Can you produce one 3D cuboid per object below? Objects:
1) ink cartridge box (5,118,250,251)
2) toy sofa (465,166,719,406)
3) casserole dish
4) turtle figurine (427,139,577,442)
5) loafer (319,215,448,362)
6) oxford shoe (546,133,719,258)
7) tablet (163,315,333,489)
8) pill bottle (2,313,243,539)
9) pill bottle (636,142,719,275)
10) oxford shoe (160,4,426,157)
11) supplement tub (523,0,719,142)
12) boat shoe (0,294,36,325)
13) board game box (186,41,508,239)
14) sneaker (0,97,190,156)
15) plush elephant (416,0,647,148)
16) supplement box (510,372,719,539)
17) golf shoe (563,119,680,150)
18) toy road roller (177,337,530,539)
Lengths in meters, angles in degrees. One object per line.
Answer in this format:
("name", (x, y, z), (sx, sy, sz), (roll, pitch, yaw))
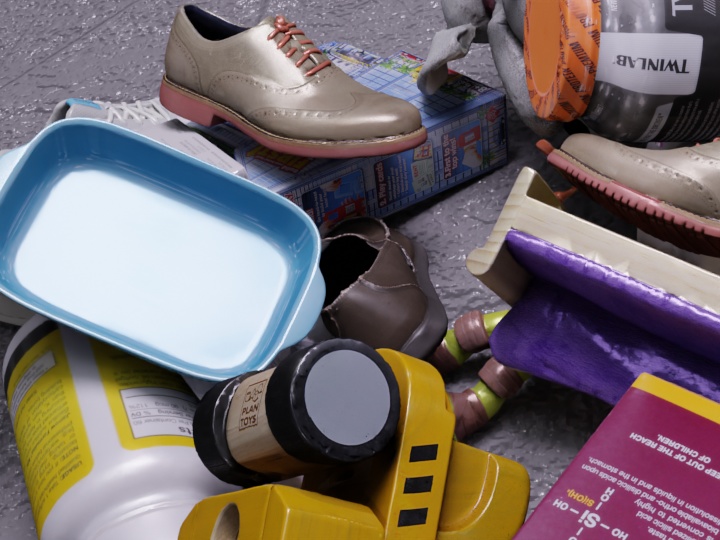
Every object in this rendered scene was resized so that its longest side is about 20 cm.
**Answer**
("ink cartridge box", (-0.181, -0.034, 0.837), (0.200, 0.050, 0.161), (-22, 25, -15))
("toy sofa", (0.155, 0.032, 0.677), (0.200, 0.083, 0.098), (25, 86, 26))
("casserole dish", (-0.117, -0.007, 0.735), (0.200, 0.039, 0.121), (23, 65, 2))
("turtle figurine", (0.106, 0.025, 0.791), (0.161, 0.064, 0.200), (-28, 59, 3))
("loafer", (0.000, 0.000, 0.800), (0.073, 0.071, 0.200), (-46, 19, 3))
("oxford shoe", (0.196, -0.044, 0.692), (0.200, 0.070, 0.075), (23, 90, 26))
("tablet", (-0.046, 0.058, 0.771), (0.130, 0.014, 0.200), (-7, 44, -44))
("pill bottle", (-0.131, 0.113, 0.743), (0.114, 0.114, 0.200), (-23, 44, -6))
("pill bottle", (0.262, -0.007, 0.743), (0.200, 0.111, 0.111), (27, 59, 36))
("oxford shoe", (-0.048, -0.123, 0.848), (0.200, 0.075, 0.070), (17, 27, 24))
("supplement tub", (0.200, -0.134, 0.744), (0.200, 0.123, 0.123), (-2, 44, -7))
("boat shoe", (-0.184, -0.004, 0.930), (0.200, 0.073, 0.062), (-11, 1, 17))
("board game box", (-0.035, -0.090, 0.935), (0.200, 0.062, 0.200), (-35, 46, -30))
("sneaker", (-0.185, -0.101, 0.994), (0.200, 0.087, 0.075), (-33, 44, -18))
("plush elephant", (0.117, -0.175, 0.868), (0.165, 0.200, 0.155), (-64, 19, 1))
("supplement box", (0.119, 0.163, 0.618), (0.086, 0.110, 0.200), (24, 57, 35))
("golf shoe", (0.222, -0.088, 0.874), (0.092, 0.073, 0.200), (-47, 41, -6))
("toy road roller", (-0.004, 0.134, 0.620), (0.123, 0.146, 0.200), (-26, 48, 58))
